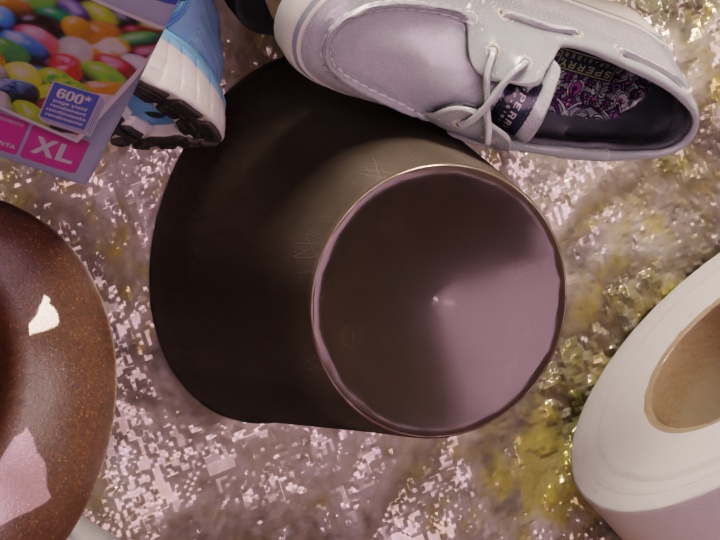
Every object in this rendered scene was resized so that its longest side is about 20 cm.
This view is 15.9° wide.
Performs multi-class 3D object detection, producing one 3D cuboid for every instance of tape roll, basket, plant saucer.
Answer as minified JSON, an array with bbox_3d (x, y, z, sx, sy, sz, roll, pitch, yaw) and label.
[{"bbox_3d":[0.217,0.083,1.211,0.203,0.203,0.139,-46,109,-7],"label":"tape roll"},{"bbox_3d":[0.000,0.000,1.123,0.136,0.200,0.181,18,93,-20],"label":"basket"},{"bbox_3d":[-0.198,0.056,1.076,0.201,0.200,0.037,-56,152,-4],"label":"plant saucer"}]

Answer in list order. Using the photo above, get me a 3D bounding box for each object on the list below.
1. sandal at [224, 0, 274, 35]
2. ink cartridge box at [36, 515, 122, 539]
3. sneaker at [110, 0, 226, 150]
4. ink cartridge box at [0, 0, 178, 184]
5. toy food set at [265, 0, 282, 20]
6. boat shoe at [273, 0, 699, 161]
[{"bbox_3d":[0.031,-0.127,1.171,0.200,0.048,0.076,-8,131,-33],"label":"sandal"},{"bbox_3d":[-0.166,0.202,1.123,0.084,0.145,0.200,32,87,-18],"label":"ink cartridge box"},{"bbox_3d":[-0.114,-0.129,1.098,0.078,0.200,0.090,-1,66,18],"label":"sneaker"},{"bbox_3d":[-0.134,-0.113,1.001,0.119,0.200,0.042,19,55,-11],"label":"ink cartridge box"},{"bbox_3d":[0.041,-0.159,1.081,0.197,0.049,0.200,-31,141,0],"label":"toy food set"},{"bbox_3d":[0.061,-0.085,1.071,0.200,0.072,0.070,7,121,-34],"label":"boat shoe"}]
